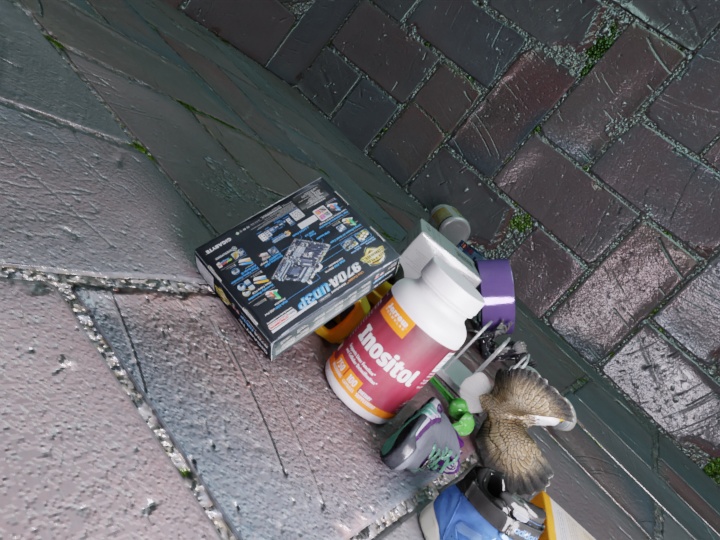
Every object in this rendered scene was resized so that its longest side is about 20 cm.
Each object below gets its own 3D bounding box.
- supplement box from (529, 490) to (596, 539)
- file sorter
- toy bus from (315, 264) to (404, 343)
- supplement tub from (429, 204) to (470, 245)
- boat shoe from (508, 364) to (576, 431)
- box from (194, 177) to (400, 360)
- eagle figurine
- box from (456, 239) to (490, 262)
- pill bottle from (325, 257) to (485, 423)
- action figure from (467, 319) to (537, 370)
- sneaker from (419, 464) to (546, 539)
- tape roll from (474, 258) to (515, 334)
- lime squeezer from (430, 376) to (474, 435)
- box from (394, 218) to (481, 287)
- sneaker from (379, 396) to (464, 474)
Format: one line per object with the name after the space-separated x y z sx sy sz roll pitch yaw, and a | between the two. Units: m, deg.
0.262 0.369 0.688 0.200 0.074 0.126 42 13 6 | supplement box
0.199 0.141 1.131 0.200 0.125 0.139 43 13 13 | file sorter
-0.037 0.032 0.854 0.200 0.136 0.192 39 27 -13 | toy bus
0.390 -0.202 2.682 0.144 0.145 0.200 35 15 -24 | supplement tub
0.404 0.286 1.376 0.071 0.070 0.201 18 20 -31 | boat shoe
-0.076 -0.010 0.743 0.159 0.200 0.046 46 -27 21 | box
0.235 0.219 0.900 0.152 0.151 0.200 62 10 4 | eagle figurine
0.342 0.001 1.930 0.200 0.137 0.038 28 16 -41 | box
0.056 0.084 0.756 0.113 0.200 0.113 37 14 -11 | pill bottle
0.348 0.178 1.472 0.200 0.102 0.119 32 27 -36 | action figure
0.134 0.273 0.564 0.077 0.111 0.200 33 16 -27 | sneaker
0.354 0.070 1.610 0.200 0.085 0.201 -4 90 -84 | tape roll
0.138 0.220 0.932 0.070 0.038 0.200 9 16 2 | lime squeezer
0.191 -0.012 1.574 0.200 0.131 0.199 39 14 -5 | box
0.089 0.211 0.726 0.088 0.074 0.200 49 14 11 | sneaker
